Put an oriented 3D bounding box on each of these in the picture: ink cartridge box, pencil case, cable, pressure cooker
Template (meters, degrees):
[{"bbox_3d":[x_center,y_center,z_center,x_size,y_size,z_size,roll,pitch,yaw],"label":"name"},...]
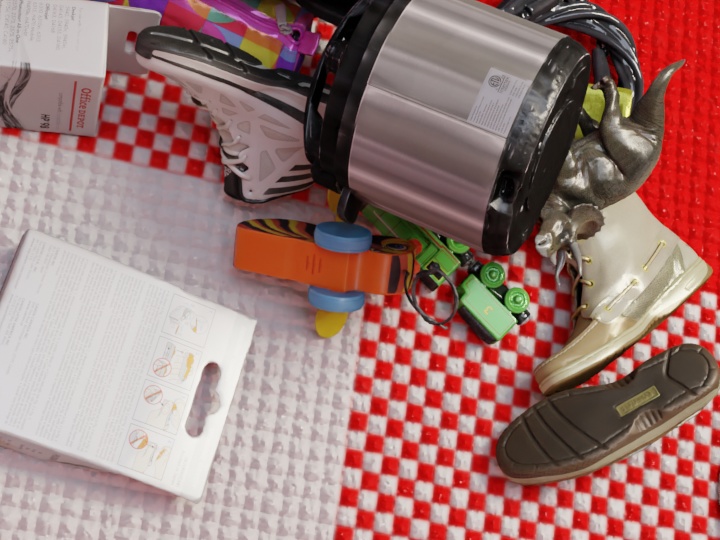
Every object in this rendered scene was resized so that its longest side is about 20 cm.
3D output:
[{"bbox_3d":[-0.198,0.077,1.116,0.198,0.050,0.164,23,67,-15],"label":"ink cartridge box"},{"bbox_3d":[-0.130,-0.222,1.206,0.198,0.088,0.089,23,67,-4],"label":"pencil case"},{"bbox_3d":[0.169,-0.172,1.291,0.163,0.051,0.200,47,60,-3],"label":"cable"},{"bbox_3d":[0.057,-0.124,1.072,0.198,0.180,0.176,22,44,14],"label":"pressure cooker"},{"bbox_3d":[-0.264,-0.165,1.134,0.197,0.116,0.068,5,70,-13],"label":"ink cartridge box"}]

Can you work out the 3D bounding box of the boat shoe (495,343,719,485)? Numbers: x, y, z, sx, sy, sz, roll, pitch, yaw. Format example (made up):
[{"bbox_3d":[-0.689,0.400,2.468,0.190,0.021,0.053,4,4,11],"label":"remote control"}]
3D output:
[{"bbox_3d":[0.210,0.134,1.185,0.198,0.076,0.072,-22,57,2],"label":"boat shoe"}]

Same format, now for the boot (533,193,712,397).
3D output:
[{"bbox_3d":[0.190,0.001,1.225,0.199,0.072,0.155,-35,82,-23],"label":"boot"}]

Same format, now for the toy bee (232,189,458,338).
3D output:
[{"bbox_3d":[0.000,0.000,1.160,0.199,0.132,0.108,36,25,16],"label":"toy bee"}]

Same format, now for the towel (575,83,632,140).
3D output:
[{"bbox_3d":[0.131,-0.127,1.214,0.197,0.018,0.087,7,88,1],"label":"towel"}]

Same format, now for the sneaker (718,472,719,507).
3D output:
[{"bbox_3d":[0.363,0.147,1.212,0.079,0.086,0.203,13,70,-8],"label":"sneaker"}]

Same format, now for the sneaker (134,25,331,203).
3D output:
[{"bbox_3d":[-0.104,-0.115,1.146,0.199,0.076,0.116,18,109,-29],"label":"sneaker"}]

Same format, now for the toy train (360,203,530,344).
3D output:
[{"bbox_3d":[0.064,-0.018,1.216,0.056,0.042,0.200,-44,87,-12],"label":"toy train"}]

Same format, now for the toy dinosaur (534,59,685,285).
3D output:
[{"bbox_3d":[0.199,-0.093,1.177,0.200,0.077,0.102,-43,99,-7],"label":"toy dinosaur"}]

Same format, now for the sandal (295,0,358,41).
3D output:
[{"bbox_3d":[0.035,-0.188,1.191,0.198,0.045,0.075,19,31,-13],"label":"sandal"}]
